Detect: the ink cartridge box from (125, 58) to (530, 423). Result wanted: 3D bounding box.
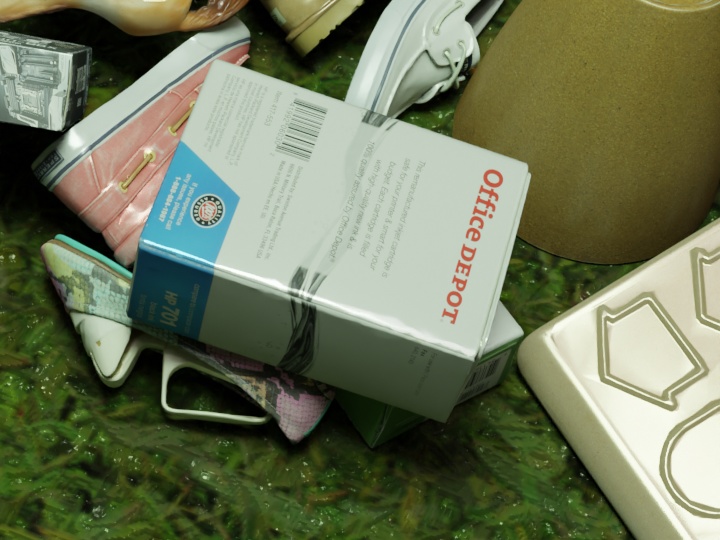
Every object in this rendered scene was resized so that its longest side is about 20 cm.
[{"bbox_3d":[-0.018,-0.018,1.167,0.199,0.086,0.147,20,54,-2],"label":"ink cartridge box"}]

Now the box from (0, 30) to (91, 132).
[{"bbox_3d":[-0.268,-0.128,1.227,0.199,0.158,0.050,10,97,-6],"label":"box"}]

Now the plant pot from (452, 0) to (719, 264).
[{"bbox_3d":[0.169,-0.135,1.290,0.186,0.200,0.187,5,57,-8],"label":"plant pot"}]

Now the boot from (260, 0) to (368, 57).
[{"bbox_3d":[-0.045,-0.270,1.353,0.175,0.066,0.200,-42,97,-15],"label":"boot"}]

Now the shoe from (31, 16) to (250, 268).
[{"bbox_3d":[-0.116,-0.082,1.282,0.091,0.071,0.200,50,46,-4],"label":"shoe"}]

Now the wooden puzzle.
[{"bbox_3d":[0.225,0.073,1.236,0.200,0.046,0.185,-33,66,-4],"label":"wooden puzzle"}]

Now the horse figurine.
[{"bbox_3d":[-0.154,-0.199,1.289,0.199,0.050,0.133,17,74,1],"label":"horse figurine"}]

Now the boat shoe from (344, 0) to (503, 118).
[{"bbox_3d":[0.049,-0.155,1.355,0.067,0.074,0.200,24,55,6],"label":"boat shoe"}]

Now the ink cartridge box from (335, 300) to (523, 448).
[{"bbox_3d":[0.000,0.000,1.249,0.104,0.059,0.200,-25,65,-25],"label":"ink cartridge box"}]

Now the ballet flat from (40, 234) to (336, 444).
[{"bbox_3d":[-0.112,0.047,1.199,0.199,0.069,0.071,24,80,5],"label":"ballet flat"}]
